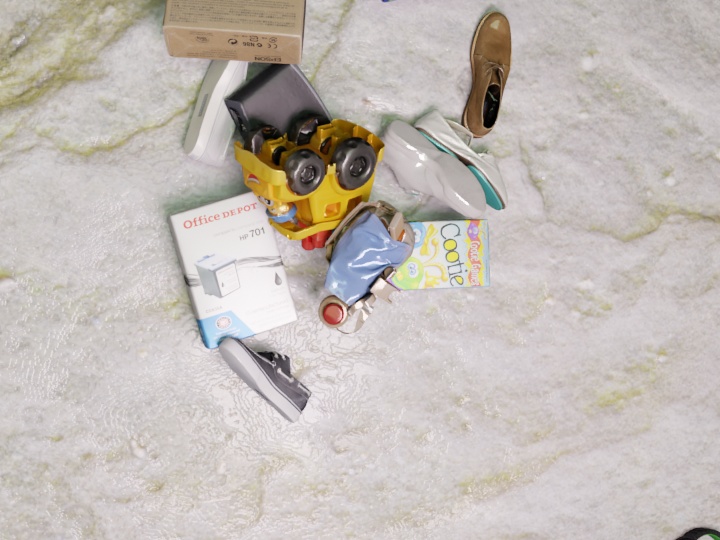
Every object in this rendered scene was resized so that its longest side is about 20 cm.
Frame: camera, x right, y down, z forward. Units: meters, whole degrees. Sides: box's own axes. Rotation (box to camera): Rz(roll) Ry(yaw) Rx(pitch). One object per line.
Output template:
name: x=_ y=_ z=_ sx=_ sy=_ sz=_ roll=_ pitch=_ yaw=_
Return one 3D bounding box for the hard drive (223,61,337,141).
hard drive: x=-0.100 y=-0.205 z=1.397 sx=0.134 sy=0.042 sz=0.202 roll=-38 pitch=117 yaw=-11

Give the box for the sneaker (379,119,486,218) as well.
sneaker: x=0.106 y=-0.140 z=1.450 sx=0.199 sy=0.089 sz=0.075 roll=42 pitch=39 yaw=7

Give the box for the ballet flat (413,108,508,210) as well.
ballet flat: x=0.172 y=-0.182 z=1.482 sx=0.199 sy=0.069 sz=0.070 roll=40 pitch=83 yaw=-8

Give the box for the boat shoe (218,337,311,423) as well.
boat shoe: x=-0.134 y=0.148 z=1.381 sx=0.068 sy=0.071 sz=0.201 roll=-52 pitch=131 yaw=-17

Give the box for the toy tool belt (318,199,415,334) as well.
toy tool belt: x=0.000 y=0.000 z=1.306 sx=0.124 sy=0.123 sz=0.202 roll=33 pitch=96 yaw=-3

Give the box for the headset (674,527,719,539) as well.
headset: x=0.552 y=0.519 z=1.594 sx=0.197 sy=0.094 sz=0.126 roll=-19 pitch=92 yaw=-28

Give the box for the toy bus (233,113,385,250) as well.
toy bus: x=-0.077 y=-0.109 z=1.335 sx=0.197 sy=0.135 sz=0.195 roll=-17 pitch=127 yaw=-35

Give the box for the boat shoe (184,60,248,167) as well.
boat shoe: x=-0.197 y=-0.253 z=1.391 sx=0.068 sy=0.071 sz=0.204 roll=22 pitch=79 yaw=-34

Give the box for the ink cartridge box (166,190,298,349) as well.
ink cartridge box: x=-0.190 y=-0.004 z=1.387 sx=0.144 sy=0.086 sz=0.204 roll=-17 pitch=97 yaw=-12

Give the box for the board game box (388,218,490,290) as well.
board game box: x=0.090 y=-0.025 z=1.442 sx=0.196 sy=0.105 sz=0.106 roll=-2 pitch=92 yaw=-14

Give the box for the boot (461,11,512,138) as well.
boot: x=0.211 y=-0.314 z=1.481 sx=0.072 sy=0.075 sz=0.205 roll=10 pitch=88 yaw=-11

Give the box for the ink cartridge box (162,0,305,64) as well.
ink cartridge box: x=-0.176 y=-0.390 z=1.343 sx=0.195 sy=0.075 sz=0.168 roll=4 pitch=67 yaw=-2

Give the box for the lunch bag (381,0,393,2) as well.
lunch bag: x=0.087 y=-0.522 z=1.423 sx=0.167 sy=0.128 sz=0.203 roll=-12 pitch=65 yaw=-13
